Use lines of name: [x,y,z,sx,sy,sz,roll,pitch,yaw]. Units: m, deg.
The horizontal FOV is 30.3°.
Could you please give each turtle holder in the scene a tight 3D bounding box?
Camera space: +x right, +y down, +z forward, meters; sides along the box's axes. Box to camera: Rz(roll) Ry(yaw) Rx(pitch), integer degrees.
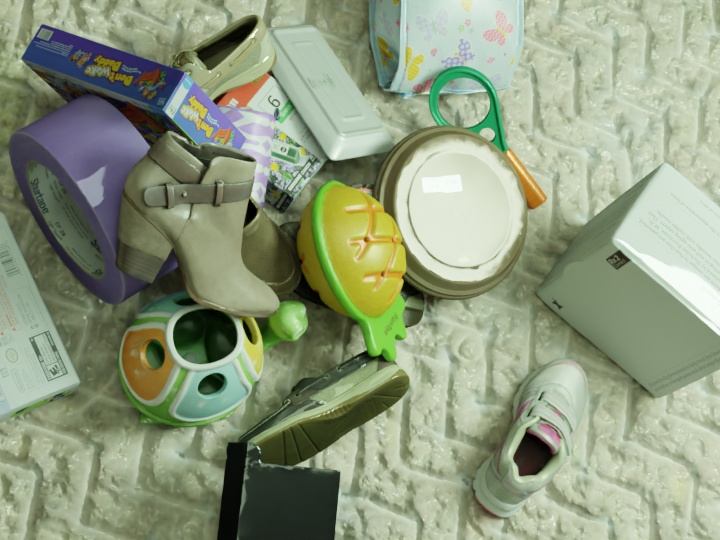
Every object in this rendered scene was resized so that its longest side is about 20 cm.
turtle holder: [-0.152,0.088,1.364,0.185,0.132,0.141,12,67,-14]

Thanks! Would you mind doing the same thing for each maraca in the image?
maraca: [0.000,0.000,1.405,0.200,0.107,0.137,64,30,-19]

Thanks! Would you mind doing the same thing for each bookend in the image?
bookend: [-0.041,0.281,1.331,0.198,0.092,0.201,8,81,-17]

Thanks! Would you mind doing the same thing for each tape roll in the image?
tape roll: [-0.265,-0.071,1.347,0.085,0.200,0.200,-33,84,-25]

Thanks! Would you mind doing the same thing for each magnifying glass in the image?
magnifying glass: [0.156,-0.156,1.582,0.200,0.079,0.022,52,20,-14]

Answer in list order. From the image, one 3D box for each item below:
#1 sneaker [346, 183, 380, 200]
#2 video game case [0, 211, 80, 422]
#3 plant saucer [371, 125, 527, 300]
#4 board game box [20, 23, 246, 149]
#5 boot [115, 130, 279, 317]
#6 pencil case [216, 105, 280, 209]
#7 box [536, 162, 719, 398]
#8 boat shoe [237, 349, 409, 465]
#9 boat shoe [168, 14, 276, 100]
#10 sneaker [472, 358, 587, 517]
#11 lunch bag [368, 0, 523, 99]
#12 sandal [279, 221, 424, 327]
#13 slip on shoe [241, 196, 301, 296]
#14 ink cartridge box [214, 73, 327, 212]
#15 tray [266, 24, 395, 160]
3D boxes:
sneaker: [0.036,-0.042,1.506,0.199,0.074,0.087,7,70,-16]
video game case: [-0.407,0.064,1.337,0.181,0.045,0.200,-22,79,-25]
plant saucer: [0.107,-0.067,1.498,0.199,0.029,0.201,3,82,-24]
board game box: [-0.230,-0.175,1.354,0.200,0.134,0.045,22,77,30]
boot: [-0.137,-0.044,1.269,0.200,0.070,0.147,18,108,-33]
pencil case: [-0.142,-0.081,1.423,0.084,0.085,0.201,10,86,-11]
box: [0.343,0.016,1.516,0.200,0.199,0.131,41,65,-1]
boat shoe: [-0.046,0.146,1.419,0.200,0.072,0.066,-27,51,-12]
boat shoe: [-0.187,-0.216,1.467,0.200,0.065,0.072,-31,52,-10]
sneaker: [0.204,0.180,1.473,0.081,0.088,0.200,33,64,-5]
lunch bag: [0.099,-0.311,1.594,0.169,0.127,0.201,-7,101,-18]
sandal: [-0.019,0.011,1.484,0.199,0.055,0.082,21,71,-26]
slip on shoe: [-0.122,-0.045,1.347,0.076,0.061,0.200,-51,120,-22]
ink cartridge box: [-0.130,-0.171,1.509,0.200,0.050,0.109,38,65,-3]
tray: [-0.042,-0.214,1.532,0.107,0.022,0.200,-14,63,-42]
